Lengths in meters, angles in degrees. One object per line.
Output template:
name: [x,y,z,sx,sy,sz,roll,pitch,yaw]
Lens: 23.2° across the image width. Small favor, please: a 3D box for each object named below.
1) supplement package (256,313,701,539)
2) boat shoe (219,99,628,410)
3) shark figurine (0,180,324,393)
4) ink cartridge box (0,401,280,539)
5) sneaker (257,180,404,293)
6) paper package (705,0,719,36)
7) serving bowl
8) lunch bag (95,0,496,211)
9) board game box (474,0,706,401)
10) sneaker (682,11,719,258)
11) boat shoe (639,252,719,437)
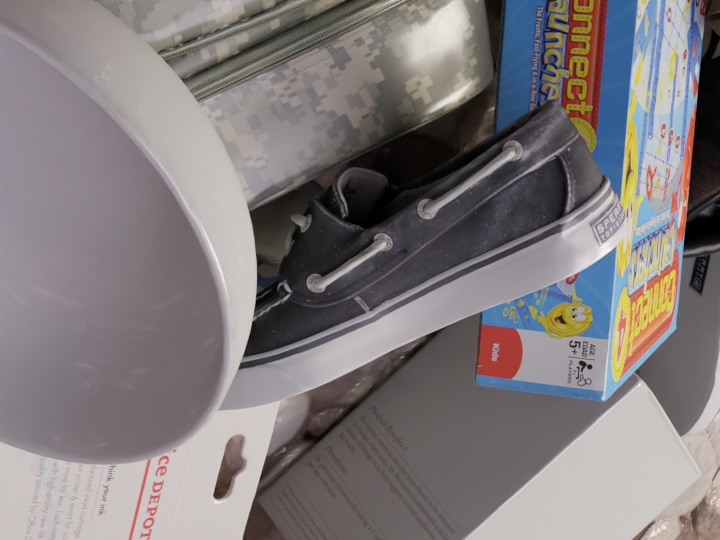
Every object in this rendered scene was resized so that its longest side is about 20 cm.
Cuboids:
supplement package: [0.066,0.119,0.964,0.200,0.117,0.117,-41,137,-1]
boat shoe: [0.002,-0.006,0.678,0.199,0.072,0.068,-23,105,30]
shark figurine: [-0.071,-0.023,0.735,0.213,0.089,0.130,-11,100,-37]
ink cartridge box: [-0.143,0.079,0.804,0.198,0.067,0.118,-2,124,-31]
sneaker: [0.000,0.000,0.868,0.198,0.073,0.072,-18,145,-7]
paper package: [0.292,-0.169,0.823,0.198,0.104,0.192,-6,135,-31]
serving bowl: [-0.116,-0.029,0.591,0.066,0.198,0.202,-56,151,-42]
lunch bag: [-0.061,-0.125,0.669,0.198,0.139,0.169,-26,124,-17]
board game box: [0.108,-0.059,0.778,0.200,0.055,0.199,-22,116,-70]
sneaker: [0.206,-0.077,0.920,0.199,0.112,0.073,-39,139,-5]
boat shoe: [0.218,0.008,1.032,0.069,0.071,0.202,-9,121,-28]
